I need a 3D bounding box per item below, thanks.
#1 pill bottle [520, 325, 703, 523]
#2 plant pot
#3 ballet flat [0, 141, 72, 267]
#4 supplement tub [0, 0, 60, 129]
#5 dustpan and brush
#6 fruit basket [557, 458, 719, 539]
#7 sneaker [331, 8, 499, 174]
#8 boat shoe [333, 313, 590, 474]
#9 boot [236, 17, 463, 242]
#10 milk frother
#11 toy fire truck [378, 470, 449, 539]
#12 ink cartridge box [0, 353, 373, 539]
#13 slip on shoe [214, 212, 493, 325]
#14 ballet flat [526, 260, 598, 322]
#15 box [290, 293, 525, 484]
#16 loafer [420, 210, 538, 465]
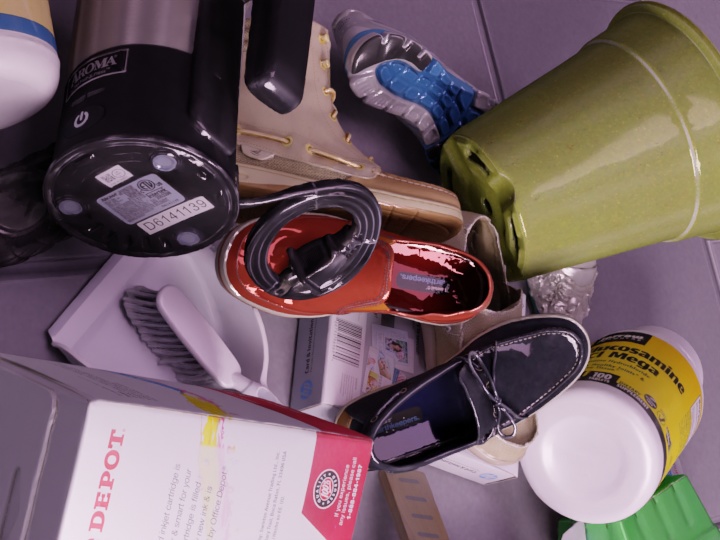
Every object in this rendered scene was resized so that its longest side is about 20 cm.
[{"bbox_3d":[0.209,0.113,1.289,0.113,0.112,0.200,64,29,-4],"label":"pill bottle"},{"bbox_3d":[0.169,-0.082,1.246,0.190,0.200,0.200,-24,92,-18],"label":"plant pot"},{"bbox_3d":[-0.188,-0.053,1.045,0.200,0.057,0.067,-27,85,-52],"label":"ballet flat"},{"bbox_3d":[-0.262,-0.188,0.947,0.145,0.145,0.200,-2,75,-44],"label":"supplement tub"},{"bbox_3d":[-0.093,0.066,1.071,0.200,0.057,0.140,51,47,-18],"label":"dustpan and brush"},{"bbox_3d":[0.227,0.272,1.296,0.185,0.094,0.200,-23,106,-45],"label":"fruit basket"},{"bbox_3d":[0.048,-0.146,1.285,0.200,0.075,0.087,40,11,-44],"label":"sneaker"},{"bbox_3d":[0.078,0.089,1.123,0.200,0.062,0.075,-22,103,-16],"label":"boat shoe"},{"bbox_3d":[-0.020,-0.101,1.164,0.200,0.073,0.156,9,61,-8],"label":"boot"},{"bbox_3d":[-0.087,-0.097,1.032,0.200,0.180,0.188,60,25,-51],"label":"milk frother"},{"bbox_3d":[0.079,0.244,1.142,0.176,0.129,0.200,15,74,-39],"label":"toy fire truck"},{"bbox_3d":[-0.123,0.139,0.927,0.200,0.145,0.146,14,90,-40],"label":"ink cartridge box"},{"bbox_3d":[0.000,0.000,1.097,0.200,0.061,0.074,9,83,-19],"label":"slip on shoe"},{"bbox_3d":[0.170,-0.048,1.362,0.072,0.072,0.200,5,72,-42],"label":"ballet flat"},{"bbox_3d":[0.041,0.060,1.216,0.200,0.041,0.156,23,60,-35],"label":"box"},{"bbox_3d":[0.087,0.046,1.187,0.076,0.068,0.200,-19,88,-45],"label":"loafer"}]
